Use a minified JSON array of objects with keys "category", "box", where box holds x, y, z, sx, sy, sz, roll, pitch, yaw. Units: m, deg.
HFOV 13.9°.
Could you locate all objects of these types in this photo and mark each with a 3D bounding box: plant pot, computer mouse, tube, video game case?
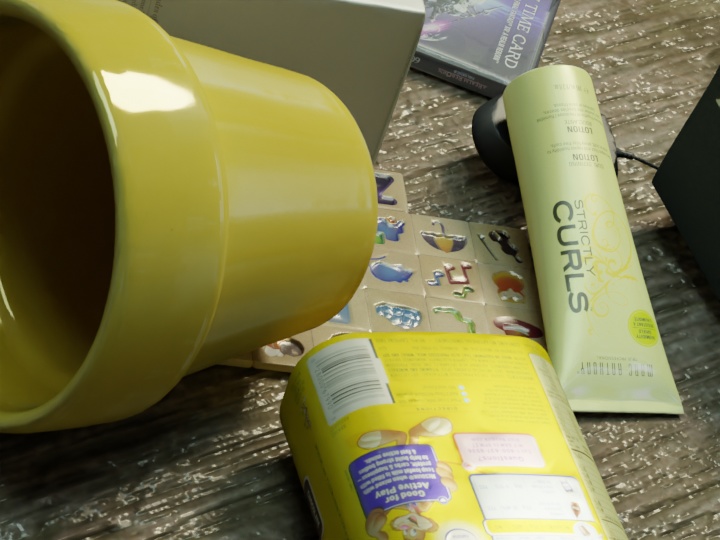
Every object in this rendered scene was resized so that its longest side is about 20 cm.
[{"category":"plant pot","box":[-0.100,-0.030,1.405,0.188,0.201,0.201,-3,43,-42]},{"category":"computer mouse","box":[0.151,-0.058,1.670,0.199,0.034,0.059,14,53,-19]},{"category":"tube","box":[0.120,-0.014,1.570,0.058,0.052,0.201,-16,62,13]},{"category":"video game case","box":[0.019,-0.175,1.754,0.199,0.019,0.143,22,39,0]}]

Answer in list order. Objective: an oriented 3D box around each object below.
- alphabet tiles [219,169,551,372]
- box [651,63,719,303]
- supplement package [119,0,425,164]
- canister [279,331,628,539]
[{"category":"alphabet tiles","box":[0.000,0.000,1.553,0.199,0.008,0.168,8,40,-15]},{"category":"box","box":[0.289,-0.036,1.622,0.199,0.107,0.149,-6,55,-30]},{"category":"supplement package","box":[-0.078,-0.146,1.599,0.199,0.118,0.117,7,41,-15]},{"category":"canister","box":[0.052,0.123,1.371,0.148,0.087,0.201,2,41,-21]}]
